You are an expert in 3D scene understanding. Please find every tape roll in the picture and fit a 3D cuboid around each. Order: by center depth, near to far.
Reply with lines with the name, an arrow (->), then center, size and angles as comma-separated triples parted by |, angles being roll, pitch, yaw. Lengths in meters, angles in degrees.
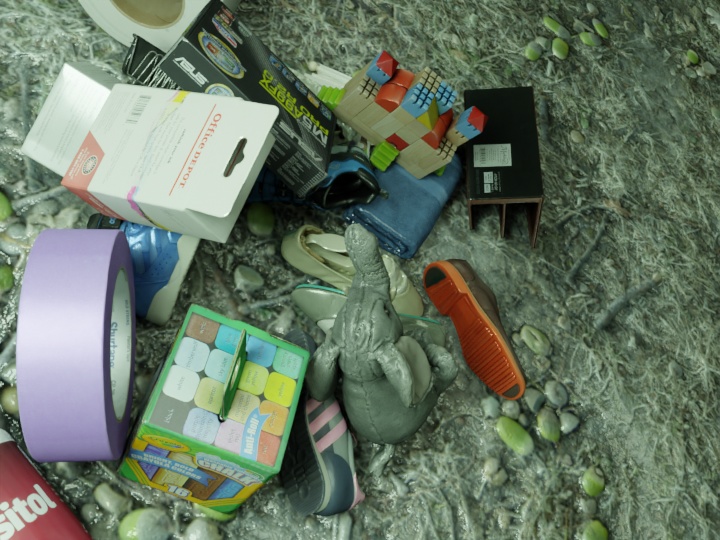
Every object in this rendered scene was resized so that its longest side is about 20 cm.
tape roll -> -0.241, 0.064, 0.667 | 0.065, 0.200, 0.201 | 0, 61, -9
tape roll -> -0.240, -0.384, 0.938 | 0.202, 0.203, 0.139 | 27, 53, -12

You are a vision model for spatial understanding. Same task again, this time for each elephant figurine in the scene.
elephant figurine -> 0.008, 0.083, 0.759 | 0.141, 0.200, 0.155 | -35, 57, 0

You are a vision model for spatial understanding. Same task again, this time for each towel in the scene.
towel -> 0.063, -0.108, 1.032 | 0.112, 0.049, 0.200 | 36, 51, -4

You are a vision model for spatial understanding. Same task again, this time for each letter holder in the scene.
letter holder -> 0.203, -0.143, 1.107 | 0.100, 0.142, 0.201 | -2, 59, 8

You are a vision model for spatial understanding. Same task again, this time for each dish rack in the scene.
dish rack -> -0.180, -0.191, 0.866 | 0.153, 0.055, 0.200 | 26, 8, -40

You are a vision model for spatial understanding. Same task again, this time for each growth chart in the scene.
growth chart -> -0.036, -0.208, 1.058 | 0.144, 0.018, 0.200 | 28, 53, -12

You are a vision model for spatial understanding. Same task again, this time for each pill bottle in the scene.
pill bottle -> -0.305, 0.203, 0.613 | 0.200, 0.113, 0.113 | 48, 52, 5

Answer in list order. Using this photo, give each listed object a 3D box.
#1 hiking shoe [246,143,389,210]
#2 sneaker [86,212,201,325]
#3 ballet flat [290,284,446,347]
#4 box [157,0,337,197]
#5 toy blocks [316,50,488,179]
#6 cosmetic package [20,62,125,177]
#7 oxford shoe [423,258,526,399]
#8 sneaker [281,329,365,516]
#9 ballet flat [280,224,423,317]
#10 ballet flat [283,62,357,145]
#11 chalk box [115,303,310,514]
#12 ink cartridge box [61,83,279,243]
hiking shoe -> -0.070, -0.111, 0.919 | 0.199, 0.075, 0.087 | -10, 38, -19
sneaker -> -0.216, -0.048, 0.770 | 0.111, 0.200, 0.077 | 21, 21, -13
ballet flat -> 0.011, 0.071, 0.889 | 0.199, 0.067, 0.064 | 17, 64, -18
box -> -0.113, -0.193, 0.836 | 0.200, 0.044, 0.160 | 42, 25, -22
toy blocks -> 0.061, -0.196, 0.946 | 0.200, 0.137, 0.100 | 34, 64, -18
cosmetic package -> -0.244, -0.126, 0.829 | 0.200, 0.113, 0.081 | 33, 13, -10
oxford shoe -> 0.160, 0.067, 0.968 | 0.072, 0.071, 0.200 | -16, 70, -39
sneaker -> -0.045, 0.162, 0.816 | 0.082, 0.070, 0.201 | 20, 51, -43
ballet flat -> 0.000, 0.000, 0.922 | 0.199, 0.069, 0.070 | 24, 54, -13
ballet flat -> -0.086, -0.223, 0.989 | 0.199, 0.072, 0.072 | 23, 54, -14
chalk box -> -0.129, 0.124, 0.696 | 0.124, 0.200, 0.125 | 24, 54, -13
ink cartridge box -> -0.160, -0.097, 0.693 | 0.199, 0.068, 0.117 | 14, 72, 30
